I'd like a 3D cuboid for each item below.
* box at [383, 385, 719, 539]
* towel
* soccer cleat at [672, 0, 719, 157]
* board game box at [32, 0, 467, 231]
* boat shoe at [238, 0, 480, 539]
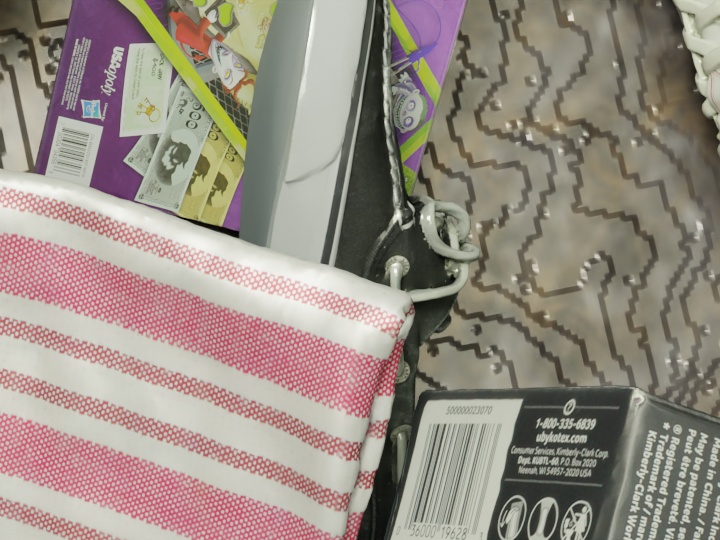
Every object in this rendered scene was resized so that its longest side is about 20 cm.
[{"bbox_3d":[0.114,0.110,0.702,0.200,0.122,0.106,21,78,-27],"label":"box"},{"bbox_3d":[-0.075,0.080,0.705,0.146,0.030,0.200,16,101,10],"label":"towel"},{"bbox_3d":[0.137,-0.070,0.787,0.086,0.070,0.200,-44,90,-15],"label":"soccer cleat"},{"bbox_3d":[-0.021,-0.109,0.748,0.120,0.032,0.200,15,107,-2],"label":"board game box"},{"bbox_3d":[0.001,0.001,0.734,0.068,0.074,0.200,2,102,-11],"label":"boat shoe"}]
